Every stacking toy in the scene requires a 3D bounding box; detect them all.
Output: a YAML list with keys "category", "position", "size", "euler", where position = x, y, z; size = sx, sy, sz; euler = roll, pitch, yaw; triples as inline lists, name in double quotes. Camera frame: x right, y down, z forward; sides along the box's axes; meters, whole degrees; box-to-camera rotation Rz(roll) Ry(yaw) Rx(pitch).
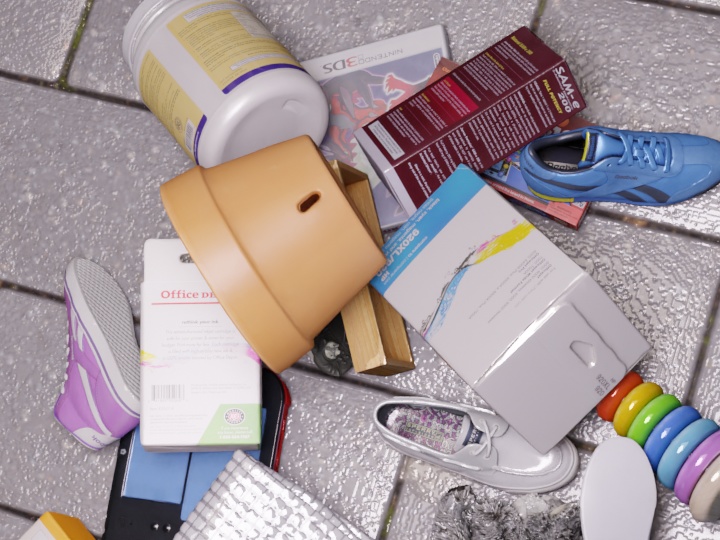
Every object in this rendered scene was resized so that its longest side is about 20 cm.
- category: "stacking toy"
  position: [0.267, 0.138, 1.673]
  size: [0.200, 0.085, 0.085]
  euler: [41, 90, 29]

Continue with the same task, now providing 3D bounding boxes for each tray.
- category: "tray"
  position: [0.000, 0.000, 1.759]
  size: [0.037, 0.099, 0.201]
  euler: [-16, 80, 16]

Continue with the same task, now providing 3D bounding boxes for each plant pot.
- category: "plant pot"
  position: [-0.069, -0.028, 1.644]
  size: [0.140, 0.200, 0.201]
  euler: [-31, 69, 3]

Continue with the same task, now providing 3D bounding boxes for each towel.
- category: "towel"
  position: [-0.080, 0.288, 1.715]
  size: [0.200, 0.086, 0.166]
  euler: [36, 80, 5]

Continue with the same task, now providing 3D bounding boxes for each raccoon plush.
- category: "raccoon plush"
  position: [0.130, 0.280, 1.647]
  size: [0.133, 0.097, 0.201]
  euler: [5, 55, 19]

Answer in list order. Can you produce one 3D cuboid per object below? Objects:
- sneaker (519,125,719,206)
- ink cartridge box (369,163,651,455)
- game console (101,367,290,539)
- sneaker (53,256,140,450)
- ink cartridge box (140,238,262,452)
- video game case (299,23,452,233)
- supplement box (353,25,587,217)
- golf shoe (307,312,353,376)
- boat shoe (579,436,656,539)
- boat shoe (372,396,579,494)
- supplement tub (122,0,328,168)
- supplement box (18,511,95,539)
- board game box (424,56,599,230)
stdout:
- category: "sneaker"
  position: [0.249, -0.102, 1.718]
  size: [0.199, 0.078, 0.066]
  euler: [-2, 72, 6]
- category: "ink cartridge box"
  position: [0.132, 0.035, 1.665]
  size: [0.145, 0.147, 0.200]
  euler: [-46, 45, 2]
- category: "game console"
  position: [-0.163, 0.190, 1.813]
  size: [0.176, 0.031, 0.201]
  euler: [5, 77, 18]
- category: "sneaker"
  position: [-0.283, 0.088, 1.858]
  size: [0.114, 0.073, 0.201]
  euler: [-40, 53, 25]
- category: "ink cartridge box"
  position: [-0.154, 0.072, 1.768]
  size: [0.117, 0.067, 0.201]
  euler: [0, 79, -2]
- category: "video game case"
  position: [0.015, -0.135, 1.848]
  size: [0.181, 0.023, 0.201]
  euler: [-14, 72, 14]
- category: "supplement box"
  position: [0.102, -0.143, 1.734]
  size: [0.200, 0.061, 0.109]
  euler: [-32, 30, 0]
- category: "golf shoe"
  position: [-0.062, 0.015, 1.814]
  size: [0.088, 0.077, 0.201]
  euler: [-31, 81, 51]
- category: "boat shoe"
  position: [0.229, 0.250, 1.642]
  size: [0.068, 0.057, 0.201]
  euler: [-1, 84, 0]
- category: "boat shoe"
  position: [0.105, 0.157, 1.716]
  size: [0.199, 0.069, 0.072]
  euler: [19, 82, 21]
- category: "supplement tub"
  position: [-0.139, -0.187, 1.835]
  size: [0.145, 0.145, 0.200]
  euler: [-42, 55, 3]
- category: "supplement box"
  position: [-0.324, 0.353, 1.795]
  size: [0.200, 0.074, 0.126]
  euler: [-45, 67, 3]
- category: "board game box"
  position: [0.145, -0.126, 1.791]
  size: [0.199, 0.019, 0.103]
  euler: [25, 78, 15]
